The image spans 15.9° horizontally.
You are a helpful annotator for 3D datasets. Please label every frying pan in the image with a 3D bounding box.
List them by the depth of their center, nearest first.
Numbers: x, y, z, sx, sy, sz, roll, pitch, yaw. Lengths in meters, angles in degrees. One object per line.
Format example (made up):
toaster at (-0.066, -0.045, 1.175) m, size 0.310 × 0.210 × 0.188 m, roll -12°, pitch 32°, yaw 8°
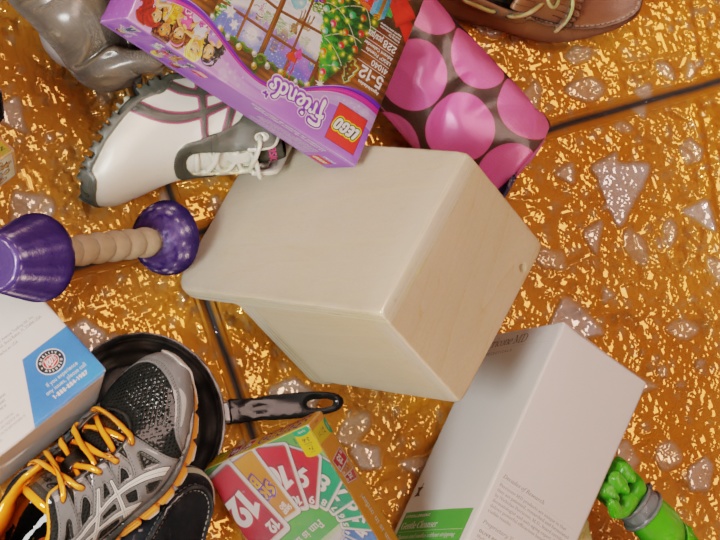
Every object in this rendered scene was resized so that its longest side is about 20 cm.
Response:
frying pan at (-0.116, 0.083, 1.728) m, size 0.189 × 0.031 × 0.116 m, roll -28°, pitch 92°, yaw -26°

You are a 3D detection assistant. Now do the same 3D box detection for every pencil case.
pencil case at (0.041, -0.136, 1.810) m, size 0.094 × 0.091 × 0.200 m, roll -42°, pitch 98°, yaw 8°

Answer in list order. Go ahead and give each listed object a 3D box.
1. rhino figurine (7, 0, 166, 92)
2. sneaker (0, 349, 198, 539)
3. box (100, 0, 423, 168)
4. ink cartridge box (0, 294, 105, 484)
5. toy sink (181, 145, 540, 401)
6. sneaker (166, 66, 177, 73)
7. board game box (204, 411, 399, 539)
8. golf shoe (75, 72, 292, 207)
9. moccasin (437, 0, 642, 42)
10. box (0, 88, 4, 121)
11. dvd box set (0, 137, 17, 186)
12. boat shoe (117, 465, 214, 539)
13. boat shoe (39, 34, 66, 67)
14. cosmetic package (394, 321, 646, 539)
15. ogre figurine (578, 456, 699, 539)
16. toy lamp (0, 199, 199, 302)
rhino figurine at (-0.205, -0.197, 1.691) m, size 0.200 × 0.087 × 0.060 m, roll 46°, pitch 45°, yaw -8°
sneaker at (-0.176, 0.135, 1.632) m, size 0.078 × 0.077 × 0.201 m, roll 32°, pitch 86°, yaw 34°
box at (-0.059, -0.173, 1.683) m, size 0.199 × 0.039 × 0.138 m, roll 31°, pitch 73°, yaw -31°
ink cartridge box at (-0.272, 0.038, 1.645) m, size 0.116 × 0.067 × 0.200 m, roll -38°, pitch 78°, yaw -25°
toy sink at (0.000, 0.000, 1.739) m, size 0.112 × 0.199 × 0.131 m, roll 48°, pitch 61°, yaw -38°
sneaker at (-0.070, -0.217, 1.781) m, size 0.075 × 0.100 × 0.200 m, roll 46°, pitch 68°, yaw -7°
board game box at (-0.014, 0.195, 1.697) m, size 0.201 × 0.095 × 0.030 m, roll 58°, pitch 35°, yaw -11°
golf shoe at (-0.099, -0.095, 1.734) m, size 0.199 × 0.077 × 0.088 m, roll -35°, pitch 65°, yaw -18°
moccasin at (0.115, -0.215, 1.864) m, size 0.200 × 0.078 × 0.074 m, roll 13°, pitch 73°, yaw -18°
box at (-0.338, -0.067, 1.629) m, size 0.142 × 0.036 × 0.200 m, roll 26°, pitch 60°, yaw 15°
dvd box set at (-0.331, -0.051, 1.578) m, size 0.146 × 0.029 × 0.200 m, roll 39°, pitch 64°, yaw 23°
boat shoe at (-0.138, 0.221, 1.660) m, size 0.075 × 0.062 × 0.201 m, roll 44°, pitch 65°, yaw -43°
boat shoe at (-0.154, -0.228, 1.766) m, size 0.071 × 0.070 × 0.201 m, roll 36°, pitch 67°, yaw -10°
cosmetic package at (0.102, 0.144, 1.756) m, size 0.085 × 0.107 × 0.201 m, roll 33°, pitch 67°, yaw -22°
ogre figurine at (0.177, 0.243, 1.770) m, size 0.119 × 0.098 × 0.201 m, roll 23°, pitch 72°, yaw -19°
toy lamp at (-0.175, -0.013, 1.656) m, size 0.200 × 0.058 × 0.059 m, roll -13°, pitch 81°, yaw -60°
